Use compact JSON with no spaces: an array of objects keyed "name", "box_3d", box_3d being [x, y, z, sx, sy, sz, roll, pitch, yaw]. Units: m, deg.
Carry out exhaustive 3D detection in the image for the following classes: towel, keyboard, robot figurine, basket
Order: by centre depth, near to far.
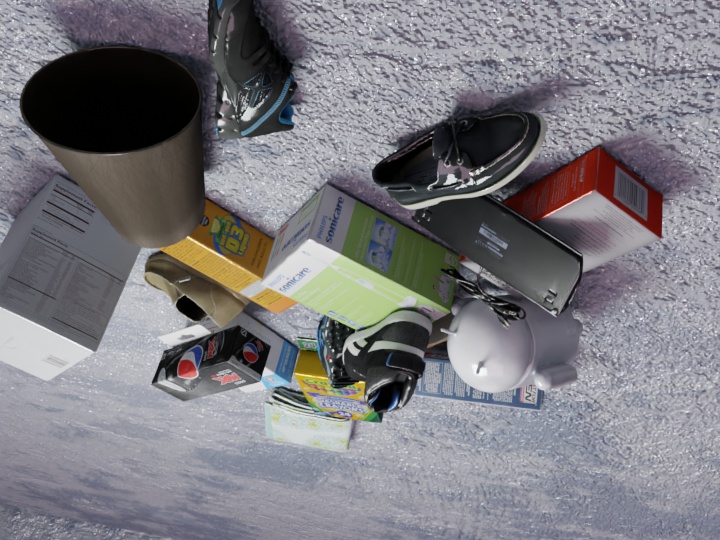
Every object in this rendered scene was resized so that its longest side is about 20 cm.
[{"name":"keyboard","box_3d":[0.138,-0.017,0.848,0.200,0.021,0.127,37,129,25]},{"name":"basket","box_3d":[-0.243,-0.121,0.860,0.180,0.136,0.200,7,152,4]},{"name":"robot figurine","box_3d":[0.185,0.085,0.964,0.200,0.170,0.113,-5,122,-42]},{"name":"towel","box_3d":[-0.100,0.297,1.540,0.171,0.048,0.200,14,149,3]}]

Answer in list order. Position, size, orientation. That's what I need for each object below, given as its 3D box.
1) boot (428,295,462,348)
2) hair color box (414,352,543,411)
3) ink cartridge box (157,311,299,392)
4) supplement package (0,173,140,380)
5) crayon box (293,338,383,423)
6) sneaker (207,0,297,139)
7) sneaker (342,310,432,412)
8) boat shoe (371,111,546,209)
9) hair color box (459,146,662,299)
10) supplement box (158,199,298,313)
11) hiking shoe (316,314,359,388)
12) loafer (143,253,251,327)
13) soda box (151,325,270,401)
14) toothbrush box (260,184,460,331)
[{"name":"boot","box_3d":[0.093,0.077,1.105,0.075,0.074,0.200,12,159,-34]},{"name":"hair color box","box_3d":[0.167,0.159,1.157,0.200,0.061,0.100,5,179,14]},{"name":"ink cartridge box","box_3d":[-0.212,0.119,1.283,0.115,0.068,0.200,-17,137,38]},{"name":"supplement package","box_3d":[-0.421,0.016,1.081,0.147,0.200,0.191,32,145,-27]},{"name":"crayon box","box_3d":[-0.035,0.190,1.337,0.125,0.052,0.200,5,147,15]},{"name":"sneaker","box_3d":[-0.100,-0.199,0.745,0.082,0.073,0.200,-1,155,-5]},{"name":"sneaker","box_3d":[0.017,0.133,1.003,0.073,0.112,0.200,22,149,-13]},{"name":"boat shoe","box_3d":[0.087,-0.115,0.781,0.066,0.075,0.199,22,159,-35]},{"name":"hair color box","box_3d":[0.211,-0.043,0.853,0.101,0.061,0.200,30,145,-23]},{"name":"supplement box","box_3d":[-0.165,-0.021,1.043,0.200,0.067,0.069,30,146,-24]},{"name":"hiking shoe","box_3d":[-0.036,0.080,1.140,0.074,0.087,0.200,-13,134,-24]},{"name":"loafer","box_3d":[-0.246,0.029,1.125,0.200,0.068,0.076,12,152,38]},{"name":"soda box","box_3d":[-0.230,0.145,1.207,0.200,0.063,0.071,-20,134,40]},{"name":"toothbrush box","box_3d":[0.000,0.000,0.987,0.200,0.086,0.146,25,148,-19]}]
